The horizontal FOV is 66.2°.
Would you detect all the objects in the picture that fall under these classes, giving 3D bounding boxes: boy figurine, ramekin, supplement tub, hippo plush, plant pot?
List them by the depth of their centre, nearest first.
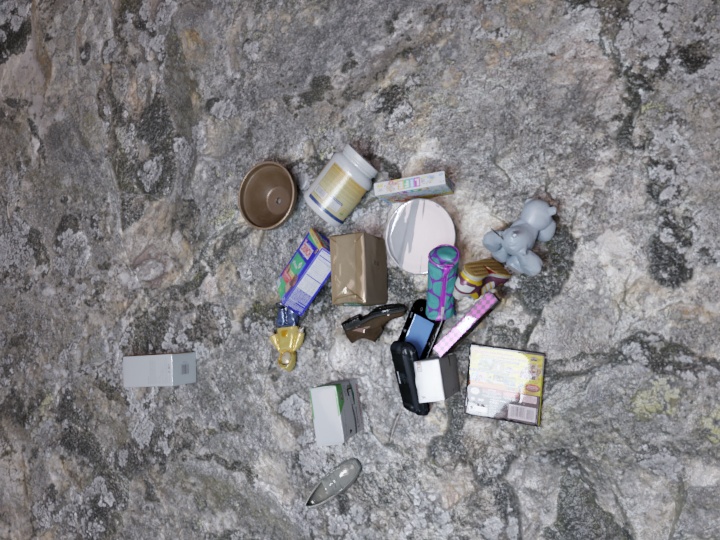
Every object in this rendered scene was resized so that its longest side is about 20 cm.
[{"bbox_3d":[0.408,-0.107,1.404,0.162,0.200,0.158,-52,39,-11],"label":"hippo plush"},{"bbox_3d":[0.171,-0.088,1.515,0.196,0.094,0.210,-1,86,20],"label":"ramekin"},{"bbox_3d":[-0.054,-0.245,1.583,0.144,0.144,0.201,44,101,17],"label":"supplement tub"},{"bbox_3d":[-0.225,0.199,1.660,0.120,0.064,0.208,-1,83,18],"label":"boy figurine"},{"bbox_3d":[-0.270,-0.221,1.691,0.194,0.092,0.209,-2,85,19],"label":"plant pot"}]

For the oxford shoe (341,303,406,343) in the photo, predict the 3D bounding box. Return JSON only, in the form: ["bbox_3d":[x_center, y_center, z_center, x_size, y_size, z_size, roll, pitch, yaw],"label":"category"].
[{"bbox_3d":[0.048,0.152,1.566,0.195,0.073,0.087,-23,95,19],"label":"oxford shoe"}]

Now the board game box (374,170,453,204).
[{"bbox_3d":[0.149,-0.224,1.512,0.194,0.134,0.036,-7,84,20],"label":"board game box"}]

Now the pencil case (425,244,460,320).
[{"bbox_3d":[0.211,0.036,1.423,0.082,0.094,0.205,-4,129,0],"label":"pencil case"}]

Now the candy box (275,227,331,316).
[{"bbox_3d":[-0.155,0.001,1.594,0.076,0.169,0.202,33,99,-25],"label":"candy box"}]

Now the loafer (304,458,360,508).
[{"bbox_3d":[-0.079,0.612,1.571,0.200,0.069,0.070,-45,73,12],"label":"loafer"}]

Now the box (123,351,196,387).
[{"bbox_3d":[-0.645,0.318,1.776,0.193,0.124,0.101,-6,84,19],"label":"box"}]

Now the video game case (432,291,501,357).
[{"bbox_3d":[0.276,0.137,1.411,0.036,0.181,0.200,45,99,16],"label":"video game case"}]

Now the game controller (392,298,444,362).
[{"bbox_3d":[0.160,0.185,1.528,0.102,0.042,0.205,24,94,20],"label":"game controller"}]

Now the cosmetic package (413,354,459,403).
[{"bbox_3d":[0.200,0.275,1.421,0.072,0.199,0.105,-10,83,19],"label":"cosmetic package"}]

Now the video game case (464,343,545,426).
[{"bbox_3d":[0.376,0.297,1.447,0.194,0.025,0.188,5,88,22],"label":"video game case"}]

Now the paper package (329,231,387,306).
[{"bbox_3d":[0.000,0.000,1.518,0.100,0.199,0.198,-4,85,20],"label":"paper package"}]

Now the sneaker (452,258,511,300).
[{"bbox_3d":[0.308,0.027,1.418,0.075,0.196,0.092,50,125,34],"label":"sneaker"}]

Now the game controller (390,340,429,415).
[{"bbox_3d":[0.131,0.289,1.482,0.041,0.104,0.207,-17,100,-24],"label":"game controller"}]

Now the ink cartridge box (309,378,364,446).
[{"bbox_3d":[-0.062,0.382,1.514,0.082,0.199,0.151,-11,83,15],"label":"ink cartridge box"}]
